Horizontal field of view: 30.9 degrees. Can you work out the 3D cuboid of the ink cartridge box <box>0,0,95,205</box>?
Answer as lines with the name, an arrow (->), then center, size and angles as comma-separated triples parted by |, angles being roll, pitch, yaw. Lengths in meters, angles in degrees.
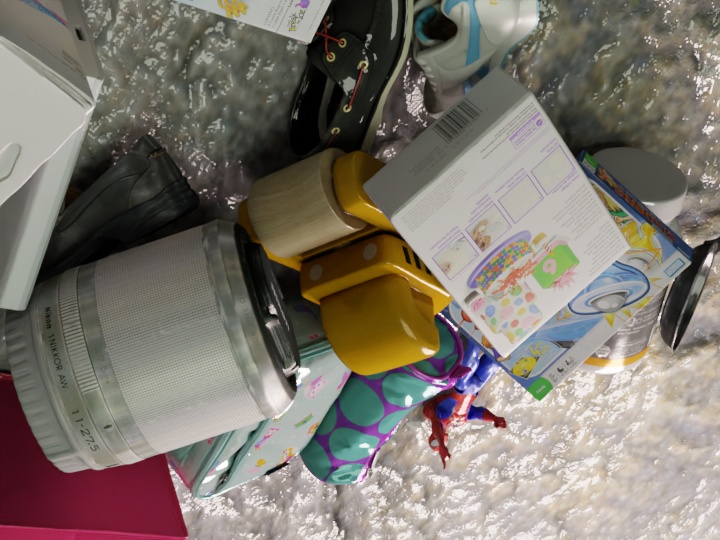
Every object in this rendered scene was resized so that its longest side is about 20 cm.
ink cartridge box -> -0.270, -0.133, 0.875 | 0.145, 0.200, 0.084 | -42, 131, 12

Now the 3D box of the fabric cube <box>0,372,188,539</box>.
fabric cube -> -0.295, 0.230, 1.159 | 0.199, 0.197, 0.200 | 11, 122, -29

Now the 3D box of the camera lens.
camera lens -> -0.156, 0.059, 1.024 | 0.199, 0.160, 0.160 | -18, 132, 2

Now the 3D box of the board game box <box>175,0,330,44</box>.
board game box -> -0.111, -0.240, 0.844 | 0.199, 0.103, 0.105 | 13, 121, -31

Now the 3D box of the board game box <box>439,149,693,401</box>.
board game box -> 0.182, 0.008, 1.183 | 0.135, 0.034, 0.200 | 41, 117, -2

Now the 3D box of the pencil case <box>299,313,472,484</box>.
pencil case -> 0.018, 0.124, 1.255 | 0.085, 0.092, 0.200 | -32, 164, -49

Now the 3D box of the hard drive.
hard drive -> -0.240, -0.089, 0.969 | 0.027, 0.132, 0.201 | 10, 122, -29

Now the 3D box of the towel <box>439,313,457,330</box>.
towel -> 0.078, -0.013, 1.233 | 0.132, 0.035, 0.200 | 19, 117, -34

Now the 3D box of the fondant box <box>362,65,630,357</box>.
fondant box -> 0.114, -0.042, 1.051 | 0.144, 0.058, 0.200 | -41, 129, 1

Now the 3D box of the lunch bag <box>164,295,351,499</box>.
lunch bag -> -0.092, 0.119, 1.192 | 0.160, 0.077, 0.200 | -20, 147, -50

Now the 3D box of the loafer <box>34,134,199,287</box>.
loafer -> -0.231, -0.039, 1.070 | 0.199, 0.073, 0.073 | -27, 94, 8

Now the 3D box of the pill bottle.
pill bottle -> 0.242, -0.009, 1.251 | 0.116, 0.117, 0.201 | -7, 128, -18

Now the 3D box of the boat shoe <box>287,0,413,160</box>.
boat shoe -> -0.009, -0.170, 1.041 | 0.063, 0.074, 0.202 | -6, 133, -29

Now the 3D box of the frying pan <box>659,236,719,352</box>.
frying pan -> 0.335, -0.009, 1.278 | 0.191, 0.031, 0.115 | -64, 161, -13

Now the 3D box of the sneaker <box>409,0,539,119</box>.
sneaker -> 0.074, -0.183, 1.036 | 0.080, 0.077, 0.200 | -4, 159, -14

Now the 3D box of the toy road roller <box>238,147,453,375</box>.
toy road roller -> 0.000, 0.000, 1.096 | 0.122, 0.147, 0.200 | -21, 150, 32

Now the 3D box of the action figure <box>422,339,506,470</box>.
action figure -> 0.121, 0.125, 1.323 | 0.065, 0.099, 0.201 | 8, 125, -27
